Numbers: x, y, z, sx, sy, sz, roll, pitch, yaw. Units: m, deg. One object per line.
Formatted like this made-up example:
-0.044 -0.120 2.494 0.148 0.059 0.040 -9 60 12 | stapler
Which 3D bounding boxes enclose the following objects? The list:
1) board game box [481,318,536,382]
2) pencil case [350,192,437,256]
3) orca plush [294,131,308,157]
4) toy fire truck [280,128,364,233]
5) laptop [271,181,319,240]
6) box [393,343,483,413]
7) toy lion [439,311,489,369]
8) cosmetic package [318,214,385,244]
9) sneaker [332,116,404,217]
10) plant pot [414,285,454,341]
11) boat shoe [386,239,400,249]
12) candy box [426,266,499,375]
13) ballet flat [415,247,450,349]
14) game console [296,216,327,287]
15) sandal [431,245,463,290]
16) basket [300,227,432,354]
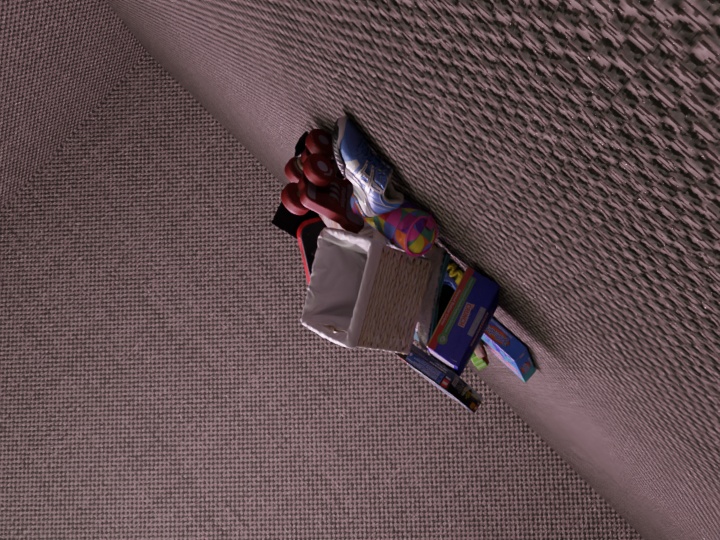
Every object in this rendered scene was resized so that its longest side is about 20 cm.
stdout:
0.340 0.179 1.694 0.152 0.045 0.200 43 178 30 | board game box
0.059 -0.104 1.315 0.200 0.089 0.088 42 177 44 | pencil case
-0.076 -0.248 1.621 0.201 0.069 0.108 55 -146 -50 | orca plush
-0.062 -0.178 1.435 0.165 0.112 0.203 27 -140 -24 | toy fire truck
-0.108 -0.153 1.723 0.185 0.117 0.201 31 -160 -18 | laptop
0.160 0.214 1.427 0.136 0.040 0.200 33 174 34 | box
0.271 0.157 1.819 0.204 0.068 0.191 66 -164 8 | toy lion
-0.027 -0.128 1.545 0.201 0.085 0.105 -127 23 -46 | cosmetic package
0.013 -0.179 1.207 0.075 0.077 0.202 -4 137 28 | sneaker
0.144 0.080 1.638 0.141 0.141 0.200 43 162 6 | plant pot
0.089 -0.066 1.593 0.070 0.071 0.202 40 167 53 | boat shoe
0.200 0.106 1.374 0.076 0.172 0.200 28 172 13 | candy box
0.130 0.053 1.404 0.070 0.206 0.072 12 172 2 | ballet flat
-0.049 -0.034 1.664 0.031 0.172 0.205 -133 29 -69 | game console
0.135 -0.013 1.499 0.200 0.087 0.080 45 180 16 | sandal
0.009 0.038 1.366 0.158 0.206 0.197 12 -177 -34 | basket
